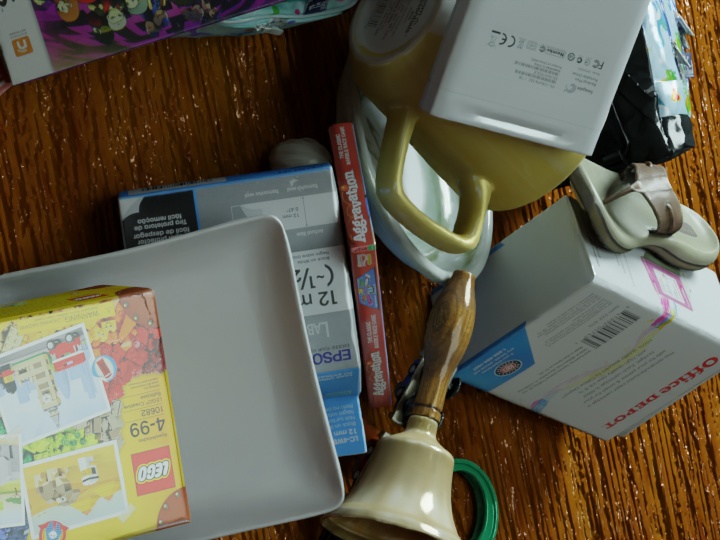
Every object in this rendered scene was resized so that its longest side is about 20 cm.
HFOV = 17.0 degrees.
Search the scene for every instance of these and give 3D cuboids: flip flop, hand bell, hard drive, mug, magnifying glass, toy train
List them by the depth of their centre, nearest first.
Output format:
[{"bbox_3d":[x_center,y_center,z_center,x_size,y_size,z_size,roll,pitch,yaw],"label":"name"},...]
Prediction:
[{"bbox_3d":[0.130,-0.184,1.588,0.132,0.027,0.200,12,105,-29],"label":"hard drive"},{"bbox_3d":[0.075,-0.128,1.660,0.153,0.149,0.187,35,32,-39],"label":"mug"},{"bbox_3d":[0.047,0.093,1.678,0.104,0.104,0.200,31,67,-41],"label":"hand bell"},{"bbox_3d":[0.015,0.143,1.726,0.034,0.046,0.200,33,79,-23],"label":"toy train"},{"bbox_3d":[0.216,-0.049,1.791,0.200,0.058,0.081,18,42,-48],"label":"flip flop"},{"bbox_3d":[0.037,0.154,1.794,0.200,0.022,0.080,42,59,-39],"label":"magnifying glass"}]

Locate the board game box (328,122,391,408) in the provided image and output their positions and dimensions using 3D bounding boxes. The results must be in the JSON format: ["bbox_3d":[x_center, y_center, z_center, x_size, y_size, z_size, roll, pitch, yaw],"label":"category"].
[{"bbox_3d":[0.000,0.000,1.654,0.200,0.019,0.103,84,-5,-55],"label":"board game box"}]

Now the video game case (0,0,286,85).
[{"bbox_3d":[-0.149,-0.229,1.497,0.036,0.200,0.181,-80,153,-83],"label":"video game case"}]

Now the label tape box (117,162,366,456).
[{"bbox_3d":[-0.075,0.037,1.593,0.143,0.066,0.200,-8,93,-5],"label":"label tape box"}]

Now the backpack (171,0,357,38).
[{"bbox_3d":[-0.087,-0.241,1.600,0.200,0.151,0.178,-12,96,-41],"label":"backpack"}]

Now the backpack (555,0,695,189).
[{"bbox_3d":[0.178,-0.177,1.877,0.154,0.163,0.200,-27,101,-53],"label":"backpack"}]

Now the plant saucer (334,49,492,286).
[{"bbox_3d":[0.028,-0.079,1.751,0.200,0.050,0.200,39,42,-48],"label":"plant saucer"}]

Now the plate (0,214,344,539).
[{"bbox_3d":[-0.127,0.078,1.546,0.200,0.032,0.200,-13,99,-4],"label":"plate"}]

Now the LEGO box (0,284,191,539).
[{"bbox_3d":[-0.217,0.099,1.445,0.200,0.077,0.149,-12,97,-29],"label":"LEGO box"}]

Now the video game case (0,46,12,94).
[{"bbox_3d":[-0.294,-0.119,1.435,0.200,0.017,0.143,-48,132,-39],"label":"video game case"}]

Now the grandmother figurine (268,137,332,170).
[{"bbox_3d":[-0.052,0.002,1.684,0.121,0.061,0.200,49,46,-67],"label":"grandmother figurine"}]

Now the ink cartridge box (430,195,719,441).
[{"bbox_3d":[0.174,0.041,1.844,0.200,0.145,0.085,25,39,-43],"label":"ink cartridge box"}]
